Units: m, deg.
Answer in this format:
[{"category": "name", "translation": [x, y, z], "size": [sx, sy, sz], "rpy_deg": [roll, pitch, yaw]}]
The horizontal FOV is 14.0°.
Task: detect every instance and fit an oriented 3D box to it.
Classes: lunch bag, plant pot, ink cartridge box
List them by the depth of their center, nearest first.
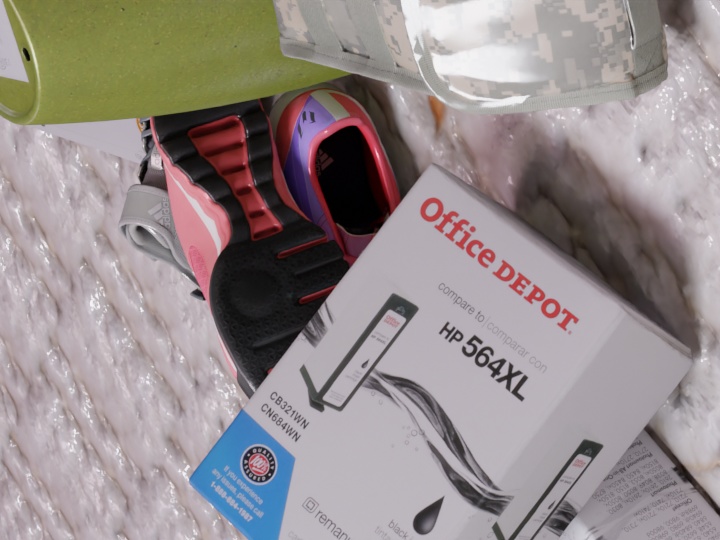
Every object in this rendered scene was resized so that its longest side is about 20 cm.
[{"category": "lunch bag", "translation": [0.045, -0.165, 1.282], "size": [0.200, 0.118, 0.164], "rpy_deg": [20, 131, 46]}, {"category": "ink cartridge box", "translation": [0.038, 0.071, 1.399], "size": [0.146, 0.200, 0.084], "rpy_deg": [39, -176, 37]}, {"category": "plant pot", "translation": [-0.102, -0.153, 1.454], "size": [0.187, 0.200, 0.187], "rpy_deg": [42, 146, 37]}, {"category": "ink cartridge box", "translation": [0.132, 0.155, 1.459], "size": [0.200, 0.068, 0.116], "rpy_deg": [50, 150, 24]}]

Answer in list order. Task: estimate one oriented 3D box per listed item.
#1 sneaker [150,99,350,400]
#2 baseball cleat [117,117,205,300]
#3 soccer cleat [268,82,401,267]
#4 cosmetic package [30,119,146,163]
[{"category": "sneaker", "translation": [-0.053, -0.005, 1.519], "size": [0.087, 0.074, 0.200], "rpy_deg": [92, 161, -63]}, {"category": "baseball cleat", "translation": [-0.097, -0.077, 1.617], "size": [0.070, 0.106, 0.200], "rpy_deg": [5, 124, 44]}, {"category": "soccer cleat", "translation": [0.000, 0.000, 1.547], "size": [0.073, 0.068, 0.200], "rpy_deg": [-146, 40, -69]}, {"category": "cosmetic package", "translation": [-0.154, -0.117, 1.743], "size": [0.200, 0.051, 0.083], "rpy_deg": [19, 130, 54]}]
